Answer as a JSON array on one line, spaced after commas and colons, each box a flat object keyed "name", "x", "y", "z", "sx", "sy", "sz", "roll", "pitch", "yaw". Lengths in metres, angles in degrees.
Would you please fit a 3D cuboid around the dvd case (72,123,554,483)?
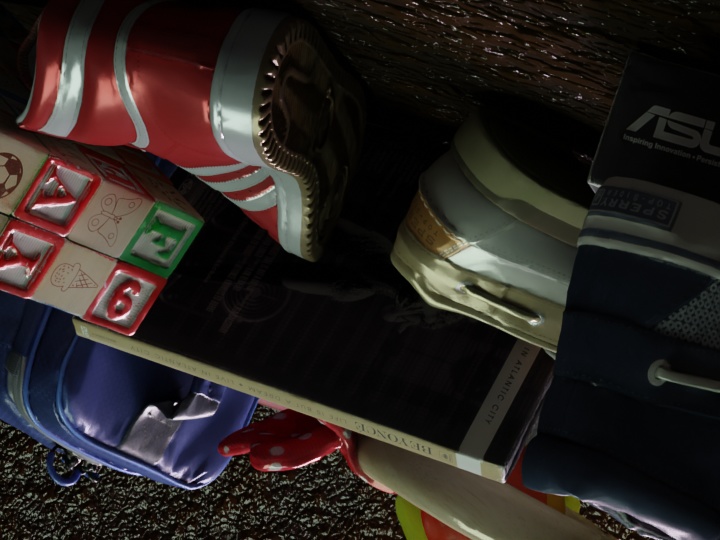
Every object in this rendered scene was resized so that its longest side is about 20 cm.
[{"name": "dvd case", "x": 0.000, "y": 0.000, "z": 0.961, "sx": 0.199, "sy": 0.149, "sz": 0.016, "roll": 17, "pitch": 143, "yaw": 20}]

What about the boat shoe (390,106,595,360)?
[{"name": "boat shoe", "x": 0.096, "y": 0.007, "z": 0.891, "sx": 0.199, "sy": 0.068, "sz": 0.075, "roll": 29, "pitch": -156, "yaw": -31}]

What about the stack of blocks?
[{"name": "stack of blocks", "x": -0.165, "y": -0.063, "z": 0.942, "sx": 0.115, "sy": 0.059, "sz": 0.200, "roll": 23, "pitch": -165, "yaw": -45}]

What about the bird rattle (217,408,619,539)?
[{"name": "bird rattle", "x": 0.043, "y": 0.089, "z": 1.019, "sx": 0.163, "sy": 0.113, "sz": 0.200, "roll": 25, "pitch": 168, "yaw": 47}]

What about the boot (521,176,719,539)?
[{"name": "boot", "x": 0.127, "y": 0.047, "z": 0.671, "sx": 0.199, "sy": 0.091, "sz": 0.073, "roll": 23, "pitch": 174, "yaw": -35}]

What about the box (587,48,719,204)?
[{"name": "box", "x": 0.166, "y": -0.006, "z": 0.732, "sx": 0.159, "sy": 0.045, "sz": 0.200, "roll": 19, "pitch": 176, "yaw": 17}]

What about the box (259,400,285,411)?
[{"name": "box", "x": -0.111, "y": 0.097, "z": 2.739, "sx": 0.108, "sy": 0.129, "sz": 0.200, "roll": 15, "pitch": 175, "yaw": 35}]

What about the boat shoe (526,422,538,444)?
[{"name": "boat shoe", "x": 0.049, "y": 0.018, "z": 1.042, "sx": 0.072, "sy": 0.069, "sz": 0.200, "roll": -23, "pitch": -155, "yaw": -12}]

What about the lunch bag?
[{"name": "lunch bag", "x": -0.108, "y": 0.007, "z": 1.079, "sx": 0.132, "sy": 0.201, "sz": 0.136, "roll": 13, "pitch": 168, "yaw": 41}]

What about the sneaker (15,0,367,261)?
[{"name": "sneaker", "x": -0.065, "y": -0.062, "z": 0.881, "sx": 0.112, "sy": 0.072, "sz": 0.200, "roll": 14, "pitch": 167, "yaw": 12}]
